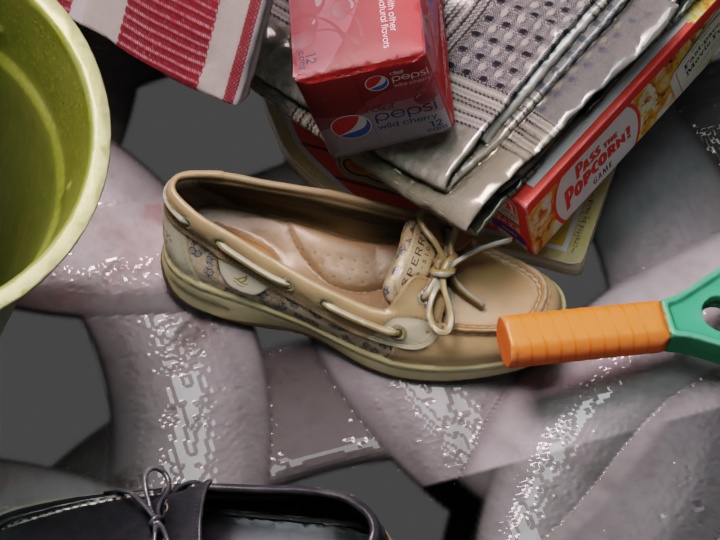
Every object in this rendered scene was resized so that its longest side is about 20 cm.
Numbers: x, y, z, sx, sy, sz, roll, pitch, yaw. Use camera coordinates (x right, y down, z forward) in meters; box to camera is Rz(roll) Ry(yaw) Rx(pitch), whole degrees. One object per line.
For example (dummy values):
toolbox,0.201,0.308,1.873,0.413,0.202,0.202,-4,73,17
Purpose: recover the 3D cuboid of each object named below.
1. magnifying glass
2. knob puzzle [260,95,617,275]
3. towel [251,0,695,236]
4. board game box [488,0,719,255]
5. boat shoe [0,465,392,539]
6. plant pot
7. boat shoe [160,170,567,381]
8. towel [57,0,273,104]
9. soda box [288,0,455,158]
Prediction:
magnifying glass,0.161,0.023,1.346,0.199,0.022,0.080,-6,60,-14
knob puzzle,0.039,-0.098,1.446,0.218,0.031,0.221,0,55,1
towel,0.042,-0.133,1.371,0.200,0.035,0.193,35,71,27
board game box,0.090,-0.124,1.404,0.151,0.046,0.200,34,71,26
boat shoe,-0.080,0.124,1.272,0.199,0.062,0.075,2,57,3
plant pot,-0.220,-0.020,1.284,0.199,0.190,0.201,5,63,-9
boat shoe,0.000,0.000,1.357,0.199,0.063,0.074,10,55,6
towel,-0.115,-0.180,1.336,0.199,0.145,0.023,31,34,22
soda box,0.001,-0.158,1.341,0.063,0.070,0.201,-11,58,10
